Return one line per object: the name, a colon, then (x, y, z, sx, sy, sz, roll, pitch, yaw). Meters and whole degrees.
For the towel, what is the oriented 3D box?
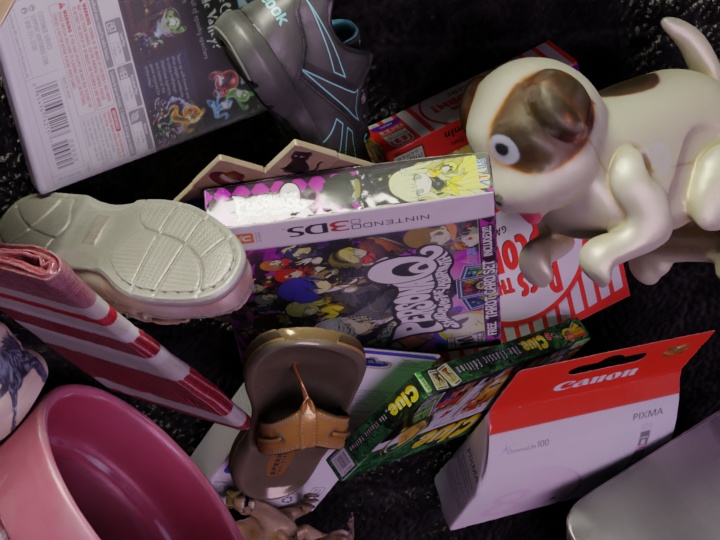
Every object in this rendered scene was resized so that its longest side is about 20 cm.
towel: (-0.170, 0.035, 1.430, 0.200, 0.144, 0.023, 42, 70, -43)

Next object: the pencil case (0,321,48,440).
pencil case: (-0.282, 0.036, 1.420, 0.200, 0.089, 0.078, 45, 48, -37)

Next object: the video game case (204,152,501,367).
video game case: (0.000, 0.000, 1.485, 0.180, 0.036, 0.200, -7, 149, 0)

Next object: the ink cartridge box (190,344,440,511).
ink cartridge box: (-0.035, 0.096, 1.551, 0.099, 0.039, 0.200, 8, 141, -29)

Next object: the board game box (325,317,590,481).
board game box: (0.070, 0.087, 1.572, 0.200, 0.024, 0.105, -16, 157, -51)

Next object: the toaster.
toaster: (0.246, 0.211, 1.714, 0.199, 0.119, 0.181, -31, 158, -9)

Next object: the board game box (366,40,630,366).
board game box: (0.097, -0.039, 1.594, 0.151, 0.046, 0.201, -26, 125, -12)

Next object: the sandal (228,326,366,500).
sandal: (-0.041, 0.101, 1.473, 0.080, 0.054, 0.200, -2, 144, -16)

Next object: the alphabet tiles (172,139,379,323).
alphabet tiles: (-0.057, -0.020, 1.481, 0.166, 0.006, 0.200, 15, 142, -33)

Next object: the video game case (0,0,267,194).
video game case: (-0.142, -0.166, 1.419, 0.181, 0.023, 0.201, -22, 123, -15)

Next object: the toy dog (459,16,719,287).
toy dog: (0.162, -0.077, 1.496, 0.199, 0.139, 0.195, 10, 96, -32)

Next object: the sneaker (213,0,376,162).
sneaker: (-0.019, -0.108, 1.447, 0.079, 0.075, 0.200, -38, 143, -3)

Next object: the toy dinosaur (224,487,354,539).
toy dinosaur: (-0.056, 0.202, 1.634, 0.100, 0.058, 0.201, 2, 140, 3)

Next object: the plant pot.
plant pot: (-0.197, 0.205, 1.497, 0.179, 0.200, 0.200, -40, 128, 16)

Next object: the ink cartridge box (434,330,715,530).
ink cartridge box: (0.156, 0.117, 1.643, 0.162, 0.057, 0.200, -11, 162, -22)

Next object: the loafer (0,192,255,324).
loafer: (-0.138, -0.003, 1.413, 0.072, 0.199, 0.063, -58, 139, -24)

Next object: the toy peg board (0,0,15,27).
toy peg board: (-0.321, -0.142, 1.302, 0.199, 0.098, 0.201, 29, 100, -13)
